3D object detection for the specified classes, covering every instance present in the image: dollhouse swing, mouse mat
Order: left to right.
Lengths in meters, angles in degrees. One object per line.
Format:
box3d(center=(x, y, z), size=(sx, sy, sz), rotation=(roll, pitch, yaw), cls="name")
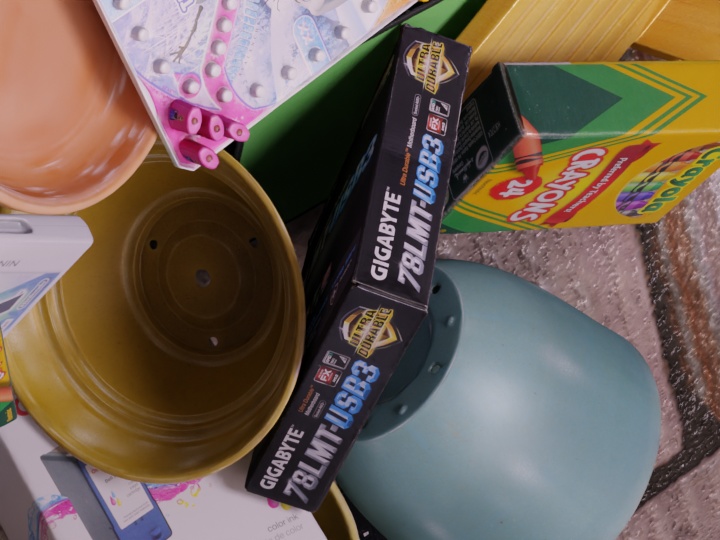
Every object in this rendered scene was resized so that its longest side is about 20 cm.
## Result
box3d(center=(0.001, -0.092, 1.401), size=(0.199, 0.008, 0.161), rotation=(-31, 158, -28), cls="mouse mat")
box3d(center=(0.174, -0.130, 1.417), size=(0.177, 0.181, 0.200), rotation=(-64, 157, -8), cls="dollhouse swing")

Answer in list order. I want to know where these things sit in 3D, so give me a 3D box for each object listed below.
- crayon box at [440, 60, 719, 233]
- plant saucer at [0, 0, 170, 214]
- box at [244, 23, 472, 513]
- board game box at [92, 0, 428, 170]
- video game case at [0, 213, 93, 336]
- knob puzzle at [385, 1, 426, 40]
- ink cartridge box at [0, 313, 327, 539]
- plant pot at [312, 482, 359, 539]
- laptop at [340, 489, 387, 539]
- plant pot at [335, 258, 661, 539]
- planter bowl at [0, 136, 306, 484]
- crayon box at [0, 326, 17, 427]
box3d(center=(0.144, -0.073, 1.424), size=(0.199, 0.051, 0.127), rotation=(-4, 157, -28), cls="crayon box")
box3d(center=(-0.164, -0.128, 1.188), size=(0.200, 0.037, 0.202), rotation=(-2, 93, -54), cls="plant saucer")
box3d(center=(0.000, 0.000, 1.349), size=(0.049, 0.199, 0.200), rotation=(18, 139, -8), cls="box")
box3d(center=(-0.051, -0.183, 1.231), size=(0.200, 0.026, 0.201), rotation=(-39, 123, -23), cls="board game box")
box3d(center=(-0.258, 0.040, 1.260), size=(0.200, 0.022, 0.182), rotation=(-44, 157, 26), cls="video game case")
box3d(center=(-0.025, -0.154, 1.323), size=(0.219, 0.030, 0.221), rotation=(-26, 138, -26), cls="knob puzzle")
box3d(center=(-0.119, 0.141, 1.389), size=(0.145, 0.201, 0.088), rotation=(-22, 159, -25), cls="ink cartridge box")
box3d(center=(-0.112, 0.201, 1.494), size=(0.199, 0.201, 0.142), rotation=(-22, 163, -25), cls="plant pot")
box3d(center=(-0.010, 0.265, 1.680), size=(0.177, 0.103, 0.201), rotation=(-33, 140, -15), cls="laptop")
box3d(center=(0.062, 0.086, 1.523), size=(0.201, 0.201, 0.161), rotation=(-48, 128, 5), cls="plant pot")
box3d(center=(-0.103, 0.011, 1.341), size=(0.201, 0.200, 0.083), rotation=(-62, 163, 21), cls="planter bowl")
box3d(center=(-0.259, 0.061, 1.177), size=(0.172, 0.058, 0.200), rotation=(-29, 163, -15), cls="crayon box")
